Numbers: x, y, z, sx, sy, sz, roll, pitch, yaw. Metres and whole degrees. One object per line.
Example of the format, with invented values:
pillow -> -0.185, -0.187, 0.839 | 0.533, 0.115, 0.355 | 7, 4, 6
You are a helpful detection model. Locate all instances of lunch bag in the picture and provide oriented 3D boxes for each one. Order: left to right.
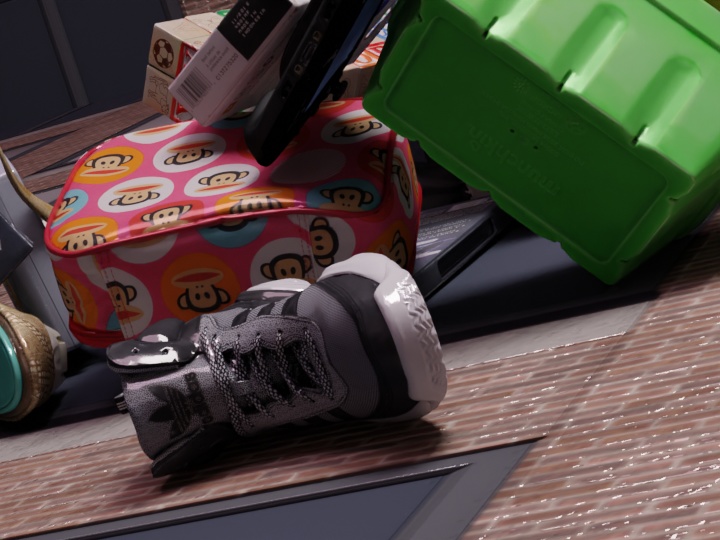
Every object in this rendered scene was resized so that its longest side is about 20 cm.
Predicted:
lunch bag -> -0.067, -0.037, 1.185 | 0.200, 0.082, 0.176 | -7, 30, 10

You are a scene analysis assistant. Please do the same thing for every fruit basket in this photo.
fruit basket -> 0.127, -0.124, 1.092 | 0.215, 0.216, 0.156 | -26, -21, -39

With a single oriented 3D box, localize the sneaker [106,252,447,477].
sneaker -> -0.043, 0.048, 0.937 | 0.114, 0.076, 0.200 | -22, 5, -22

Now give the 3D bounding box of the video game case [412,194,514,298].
video game case -> 0.000, 0.000, 1.263 | 0.143, 0.019, 0.200 | -13, 13, 26

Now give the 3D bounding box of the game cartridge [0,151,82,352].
game cartridge -> -0.220, -0.016, 1.362 | 0.040, 0.134, 0.200 | -24, 6, -11

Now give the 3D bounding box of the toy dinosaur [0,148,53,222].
toy dinosaur -> -0.148, -0.010, 1.298 | 0.200, 0.101, 0.058 | 14, -45, -45

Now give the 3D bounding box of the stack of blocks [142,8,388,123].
stack of blocks -> -0.037, -0.137, 1.471 | 0.115, 0.059, 0.200 | 31, 32, 33

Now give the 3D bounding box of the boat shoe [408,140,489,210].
boat shoe -> 0.084, -0.108, 1.486 | 0.075, 0.093, 0.200 | -13, 11, 26

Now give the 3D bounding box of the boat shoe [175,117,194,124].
boat shoe -> -0.138, -0.073, 1.403 | 0.200, 0.057, 0.067 | -5, 40, 52

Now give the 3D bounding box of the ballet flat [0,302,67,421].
ballet flat -> -0.209, 0.048, 1.242 | 0.065, 0.071, 0.200 | -4, 6, -31

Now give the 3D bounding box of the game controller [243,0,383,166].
game controller -> -0.003, -0.136, 1.086 | 0.200, 0.042, 0.104 | -58, 7, 47

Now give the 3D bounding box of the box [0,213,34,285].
box -> -0.329, -0.009, 1.184 | 0.200, 0.197, 0.124 | -50, 20, -19

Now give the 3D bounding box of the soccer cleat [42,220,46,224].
soccer cleat -> -0.169, -0.019, 1.553 | 0.200, 0.070, 0.086 | -15, 23, 33

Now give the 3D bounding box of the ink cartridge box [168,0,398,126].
ink cartridge box -> -0.029, -0.144, 1.235 | 0.095, 0.037, 0.200 | -48, -10, 28
